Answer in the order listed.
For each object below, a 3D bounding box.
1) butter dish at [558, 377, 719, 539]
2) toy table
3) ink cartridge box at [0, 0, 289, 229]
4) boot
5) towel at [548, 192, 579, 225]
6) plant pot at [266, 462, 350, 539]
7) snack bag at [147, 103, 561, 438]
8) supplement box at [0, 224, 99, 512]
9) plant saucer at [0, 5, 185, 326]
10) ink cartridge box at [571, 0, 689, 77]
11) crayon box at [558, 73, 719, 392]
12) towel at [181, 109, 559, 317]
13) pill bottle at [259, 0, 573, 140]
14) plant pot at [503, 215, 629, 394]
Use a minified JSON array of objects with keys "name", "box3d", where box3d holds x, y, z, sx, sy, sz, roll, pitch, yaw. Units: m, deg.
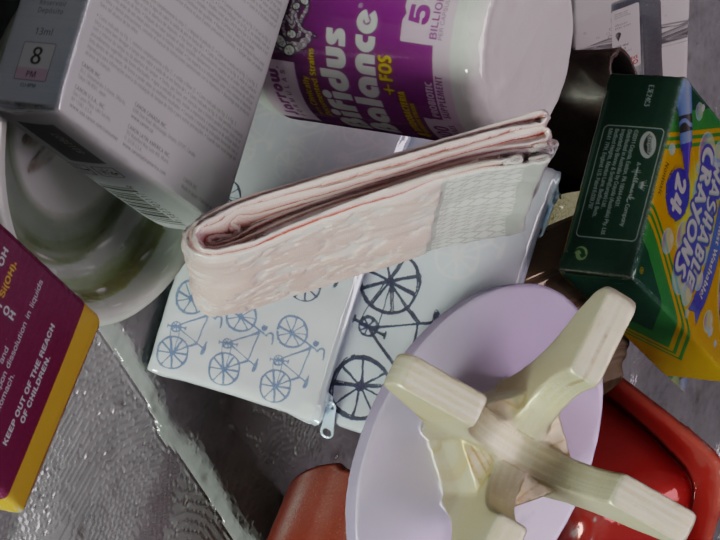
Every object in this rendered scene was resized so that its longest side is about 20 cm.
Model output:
[{"name":"butter dish","box3d":[0.109,0.164,1.724,0.147,0.200,0.200,-15,129,-37]},{"name":"toy table","box3d":[0.080,0.100,1.462,0.183,0.117,0.201,18,82,-16]},{"name":"ink cartridge box","box3d":[-0.095,-0.139,1.334,0.162,0.057,0.201,37,62,-57]},{"name":"boot","box3d":[0.098,-0.055,1.658,0.072,0.166,0.201,-52,139,-43]},{"name":"towel","box3d":[0.128,-0.061,1.839,0.149,0.036,0.200,-61,145,-28]},{"name":"plant pot","box3d":[0.003,0.230,1.579,0.201,0.200,0.196,56,44,-50]},{"name":"snack bag","box3d":[0.000,0.000,1.520,0.021,0.199,0.189,145,-36,-75]},{"name":"supplement box","box3d":[-0.225,0.013,1.172,0.200,0.131,0.104,50,55,-54]},{"name":"plant saucer","box3d":[-0.139,-0.073,1.370,0.200,0.050,0.201,-24,119,-54]},{"name":"ink cartridge box","box3d":[0.141,-0.190,1.676,0.084,0.146,0.200,-13,134,-12]},{"name":"crayon box","box3d":[0.192,-0.017,1.609,0.200,0.051,0.126,41,61,-54]},{"name":"towel","box3d":[0.002,-0.023,1.399,0.200,0.190,0.032,99,-26,-80]},{"name":"pill bottle","box3d":[0.002,-0.130,1.442,0.112,0.199,0.113,-24,119,-55]},{"name":"plant pot","box3d":[0.093,0.050,1.642,0.201,0.201,0.093,-14,72,-58]}]
